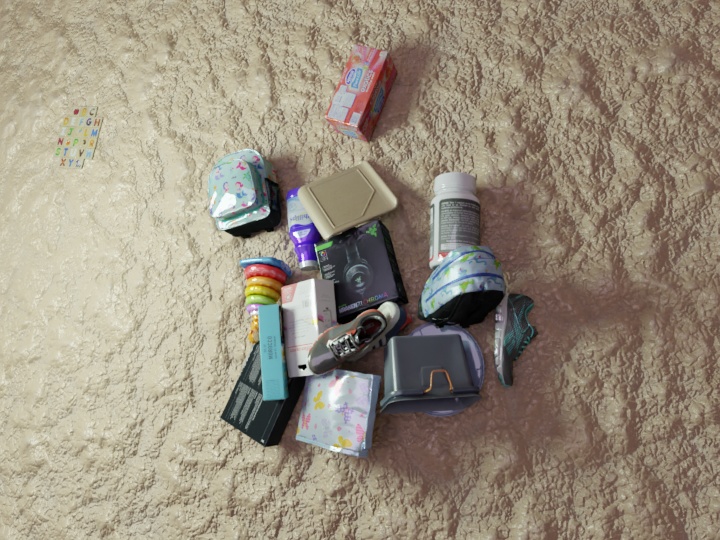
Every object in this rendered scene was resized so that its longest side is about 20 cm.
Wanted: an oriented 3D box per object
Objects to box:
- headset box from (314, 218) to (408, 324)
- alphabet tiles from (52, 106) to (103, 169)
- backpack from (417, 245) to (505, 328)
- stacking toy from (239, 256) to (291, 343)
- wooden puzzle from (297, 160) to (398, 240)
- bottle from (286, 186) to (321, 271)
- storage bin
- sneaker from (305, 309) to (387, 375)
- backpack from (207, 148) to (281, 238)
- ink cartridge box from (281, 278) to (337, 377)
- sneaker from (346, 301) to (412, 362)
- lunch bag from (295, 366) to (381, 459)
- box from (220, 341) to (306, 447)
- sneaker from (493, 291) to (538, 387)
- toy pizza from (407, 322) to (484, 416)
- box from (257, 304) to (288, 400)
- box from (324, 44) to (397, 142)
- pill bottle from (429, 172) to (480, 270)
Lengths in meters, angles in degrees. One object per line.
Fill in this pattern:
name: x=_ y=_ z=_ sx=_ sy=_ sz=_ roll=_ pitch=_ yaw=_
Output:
headset box: x=0.000 y=0.000 z=1.328 sx=0.170 sy=0.093 sz=0.205 roll=-18 pitch=72 yaw=14
alphabet tiles: x=-0.883 y=-0.416 z=1.778 sx=0.162 sy=0.006 sz=0.206 roll=7 pitch=81 yaw=21
backpack: x=0.214 y=0.037 z=1.159 sx=0.158 sy=0.200 sz=0.159 roll=3 pitch=82 yaw=-7
stacking toy: x=-0.238 y=0.076 z=1.364 sx=0.107 sy=0.116 sz=0.205 roll=-3 pitch=65 yaw=21
wooden puzzle: x=-0.032 y=-0.168 z=1.359 sx=0.196 sy=0.038 sz=0.186 roll=-26 pitch=52 yaw=-11
bottle: x=-0.137 y=-0.103 z=1.413 sx=0.081 sy=0.065 sz=0.206 roll=-10 pitch=75 yaw=15
storage bin: x=0.134 y=0.204 z=1.155 sx=0.194 sy=0.146 sz=0.138 roll=-2 pitch=65 yaw=-12
sneaker: x=-0.028 y=0.144 z=1.178 sx=0.198 sy=0.082 sz=0.078 roll=-36 pitch=93 yaw=-10
backpack: x=-0.300 y=-0.206 z=1.456 sx=0.173 sy=0.150 sz=0.206 roll=-13 pitch=69 yaw=17
ink cartridge box: x=-0.112 y=0.130 z=1.274 sx=0.115 sy=0.067 sz=0.206 roll=-14 pitch=76 yaw=41
sneaker: x=0.040 y=0.151 z=1.298 sx=0.199 sy=0.083 sz=0.076 roll=-41 pitch=48 yaw=32
lunch bag: x=-0.034 y=0.303 z=1.233 sx=0.197 sy=0.125 sz=0.175 roll=-6 pitch=73 yaw=50
box: x=-0.222 y=0.290 z=1.352 sx=0.139 sy=0.079 sz=0.204 roll=24 pitch=86 yaw=24
sneaker: x=0.326 y=0.142 z=1.194 sx=0.089 sy=0.078 sz=0.206 roll=2 pitch=80 yaw=15
toy pizza: x=0.175 y=0.215 z=1.252 sx=0.194 sy=0.032 sz=0.206 roll=-4 pitch=77 yaw=17
box: x=-0.194 y=0.183 z=1.270 sx=0.048 sy=0.082 sz=0.206 roll=-5 pitch=81 yaw=-2
box: x=0.003 y=-0.440 z=1.420 sx=0.101 sy=0.095 sz=0.205 roll=20 pitch=85 yaw=22
pill bottle: x=0.210 y=-0.104 z=1.264 sx=0.111 sy=0.114 sz=0.206 roll=-1 pitch=78 yaw=19
